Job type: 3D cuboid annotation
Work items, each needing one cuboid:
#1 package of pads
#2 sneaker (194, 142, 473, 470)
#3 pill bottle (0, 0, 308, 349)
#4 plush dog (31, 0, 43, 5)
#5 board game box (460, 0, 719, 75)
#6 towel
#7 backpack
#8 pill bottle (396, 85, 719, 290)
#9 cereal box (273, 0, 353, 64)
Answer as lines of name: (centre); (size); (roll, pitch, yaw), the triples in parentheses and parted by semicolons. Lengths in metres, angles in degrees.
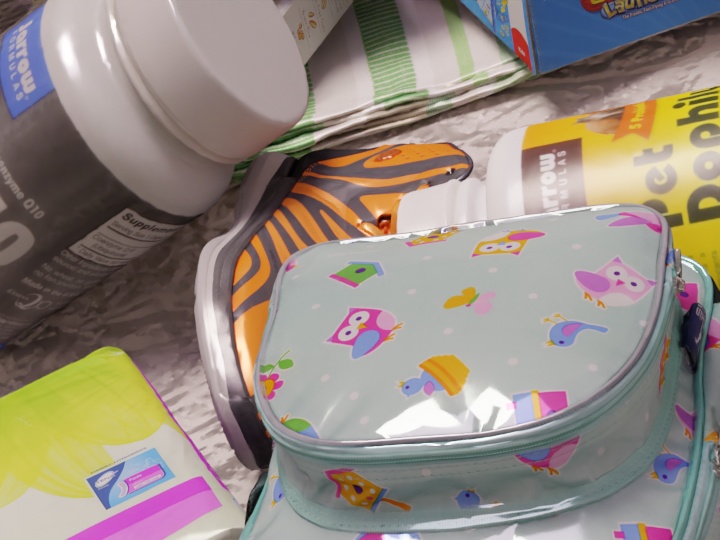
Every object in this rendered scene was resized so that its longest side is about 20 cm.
package of pads: (-0.144, 0.122, 0.992); (0.199, 0.068, 0.155); (-27, 34, -12)
sneaker: (0.000, 0.000, 1.082); (0.111, 0.078, 0.201); (-11, 34, 16)
pill bottle: (-0.126, -0.053, 1.138); (0.199, 0.114, 0.114); (-33, 26, 25)
plush dog: (-0.127, -0.245, 1.473); (0.199, 0.161, 0.172); (-26, 7, -10)
board game box: (0.132, -0.185, 1.279); (0.199, 0.056, 0.196); (-20, 32, -13)
towel: (-0.004, -0.108, 1.293); (0.199, 0.023, 0.153); (-19, 32, 3)
backpack: (0.044, 0.079, 0.882); (0.175, 0.154, 0.201); (-6, 42, 12)
pill bottle: (0.119, -0.011, 1.004); (0.199, 0.110, 0.110); (-12, 33, 14)
cereal box: (-0.095, -0.110, 1.287); (0.143, 0.040, 0.200); (3, 37, 29)
